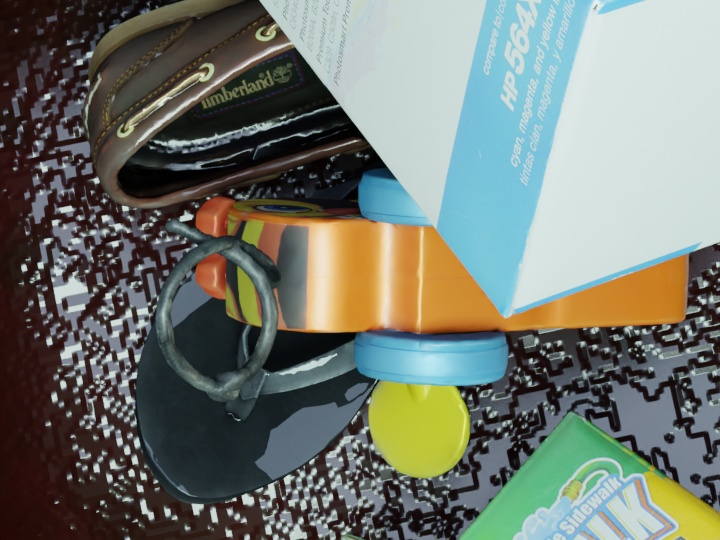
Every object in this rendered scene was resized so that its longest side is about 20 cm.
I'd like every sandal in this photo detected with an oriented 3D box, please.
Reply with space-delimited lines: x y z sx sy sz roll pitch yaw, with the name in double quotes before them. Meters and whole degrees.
"sandal" 0.000 -0.001 0.985 0.200 0.043 0.076 -41 83 -5

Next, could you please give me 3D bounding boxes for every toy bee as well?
"toy bee" 0.002 -0.010 0.914 0.200 0.109 0.131 22 85 -37

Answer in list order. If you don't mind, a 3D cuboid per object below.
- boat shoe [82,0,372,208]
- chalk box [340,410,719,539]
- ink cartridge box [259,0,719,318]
"boat shoe" 0.002 -0.071 0.968 0.199 0.070 0.071 -22 123 8
"chalk box" 0.079 0.141 0.902 0.200 0.125 0.124 36 76 28
"ink cartridge box" 0.052 -0.112 0.852 0.128 0.125 0.200 -20 54 -26
